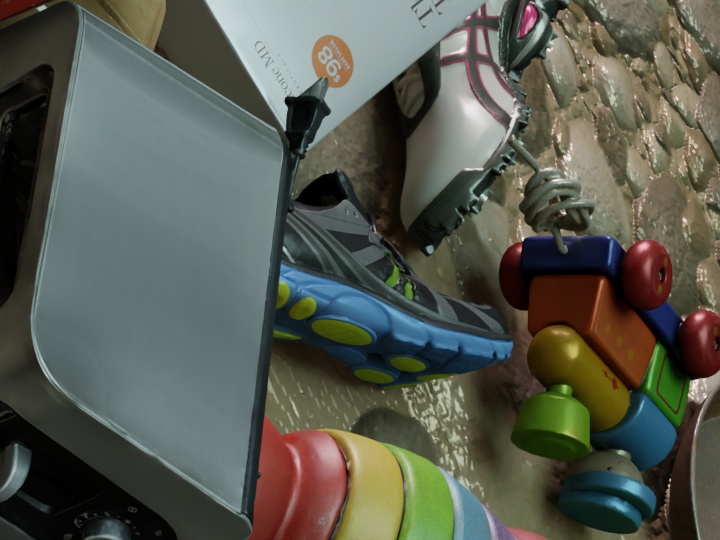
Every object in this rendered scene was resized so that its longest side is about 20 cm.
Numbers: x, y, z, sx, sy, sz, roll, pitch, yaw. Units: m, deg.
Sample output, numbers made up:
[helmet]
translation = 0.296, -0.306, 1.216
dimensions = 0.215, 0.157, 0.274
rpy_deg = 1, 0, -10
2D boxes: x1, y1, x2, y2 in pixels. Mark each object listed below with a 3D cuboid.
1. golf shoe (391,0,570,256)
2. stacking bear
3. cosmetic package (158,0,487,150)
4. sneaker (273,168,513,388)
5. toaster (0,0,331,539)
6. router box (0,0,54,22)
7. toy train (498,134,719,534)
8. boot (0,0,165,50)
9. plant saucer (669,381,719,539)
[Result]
[golf shoe]
translation = 0.039, -0.090, 1.420
dimensions = 0.088, 0.077, 0.200
rpy_deg = 30, 45, -12
[stacking bear]
translation = -0.017, 0.116, 1.186
dimensions = 0.200, 0.121, 0.114
rpy_deg = 33, 49, -29
[cosmetic package]
translation = -0.046, -0.167, 1.311
dimensions = 0.151, 0.052, 0.200
rpy_deg = -41, 107, -35
[sneaker]
translation = -0.001, 0.000, 1.299
dimensions = 0.199, 0.071, 0.083
rpy_deg = 24, 59, -41
[toaster]
translation = -0.120, 0.017, 1.032
dimensions = 0.119, 0.181, 0.200
rpy_deg = 35, 47, -36
[router box]
translation = -0.081, -0.139, 1.072
dimensions = 0.200, 0.179, 0.049
rpy_deg = -33, 103, -56
[toy train]
translation = 0.097, 0.037, 1.384
dimensions = 0.200, 0.084, 0.116
rpy_deg = 46, 52, -47
[boot]
translation = -0.167, -0.125, 1.153
dimensions = 0.200, 0.066, 0.175
rpy_deg = 47, 40, -29
[plant saucer]
translation = 0.222, 0.153, 1.544
dimensions = 0.200, 0.034, 0.201
rpy_deg = 28, 52, -42
